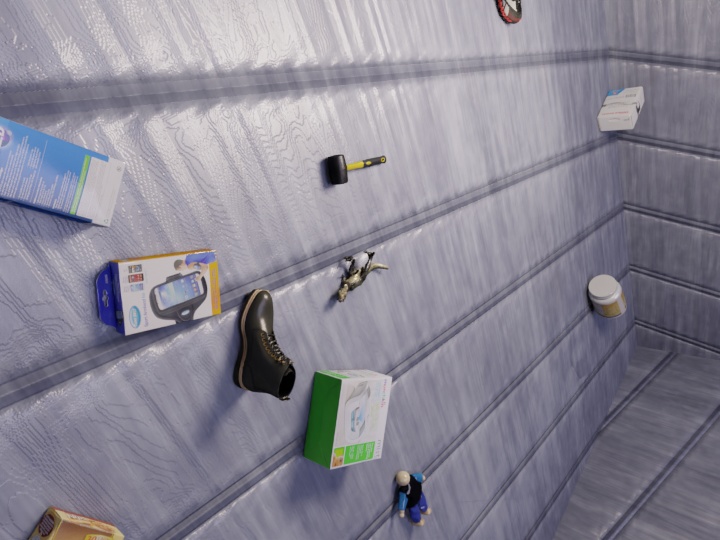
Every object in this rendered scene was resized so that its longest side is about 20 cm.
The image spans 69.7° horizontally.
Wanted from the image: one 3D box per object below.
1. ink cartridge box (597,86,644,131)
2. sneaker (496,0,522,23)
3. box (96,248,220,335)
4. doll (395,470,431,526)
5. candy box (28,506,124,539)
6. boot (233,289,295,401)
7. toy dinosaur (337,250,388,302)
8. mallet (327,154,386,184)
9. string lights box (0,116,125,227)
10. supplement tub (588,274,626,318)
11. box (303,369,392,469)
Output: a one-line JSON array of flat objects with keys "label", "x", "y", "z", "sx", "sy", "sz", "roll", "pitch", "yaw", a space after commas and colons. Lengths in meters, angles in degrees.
[{"label": "ink cartridge box", "x": 1.185, "y": -0.733, "z": 2.351, "sx": 0.200, "sy": 0.145, "sz": 0.084, "roll": -58, "pitch": 133, "yaw": -25}, {"label": "sneaker", "x": 0.464, "y": -0.843, "z": 1.578, "sx": 0.200, "sy": 0.098, "sz": 0.071, "roll": 42, "pitch": 63, "yaw": -44}, {"label": "box", "x": -0.333, "y": 0.033, "z": 0.870, "sx": 0.200, "sy": 0.041, "sz": 0.119, "roll": -13, "pitch": 105, "yaw": -48}, {"label": "doll", "x": 0.146, "y": 0.649, "z": 1.478, "sx": 0.136, "sy": 0.048, "sz": 0.200, "roll": -44, "pitch": 126, "yaw": -36}, {"label": "candy box", "x": -0.467, "y": 0.474, "z": 0.772, "sx": 0.115, "sy": 0.055, "sz": 0.200, "roll": 47, "pitch": 62, "yaw": -41}, {"label": "boot", "x": -0.167, "y": 0.142, "z": 0.994, "sx": 0.077, "sy": 0.138, "sz": 0.200, "roll": 3, "pitch": 93, "yaw": -48}, {"label": "toy dinosaur", "x": 0.000, "y": 0.000, "z": 1.228, "sx": 0.200, "sy": 0.047, "sz": 0.088, "roll": -34, "pitch": 134, "yaw": -40}, {"label": "mallet", "x": -0.002, "y": -0.236, "z": 1.201, "sx": 0.200, "sy": 0.041, "sz": 0.066, "roll": -15, "pitch": 105, "yaw": -50}, {"label": "string lights box", "x": -0.443, "y": -0.135, "z": 0.710, "sx": 0.200, "sy": 0.059, "sz": 0.103, "roll": 19, "pitch": 81, "yaw": -47}, {"label": "supplement tub", "x": 1.174, "y": 0.125, "z": 2.462, "sx": 0.200, "sy": 0.145, "sz": 0.145, "roll": 47, "pitch": 62, "yaw": -41}, {"label": "box", "x": -0.028, "y": 0.340, "z": 1.209, "sx": 0.176, "sy": 0.097, "sz": 0.200, "roll": 11, "pitch": 86, "yaw": -46}]
